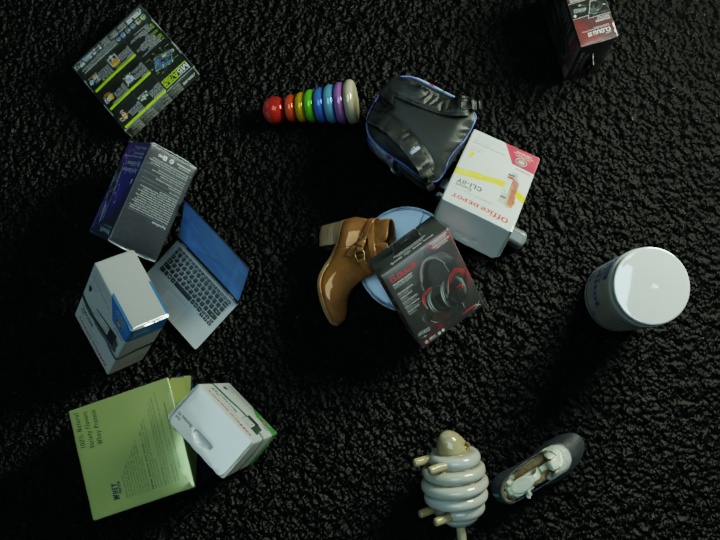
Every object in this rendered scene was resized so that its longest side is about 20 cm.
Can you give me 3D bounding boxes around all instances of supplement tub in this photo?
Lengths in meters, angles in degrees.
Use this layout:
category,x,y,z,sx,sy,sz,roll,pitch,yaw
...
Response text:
category,x,y,z,sx,sy,sz,roll,pitch,yaw
supplement tub,0.482,0.037,1.199,0.128,0.200,0.136,-1,82,5

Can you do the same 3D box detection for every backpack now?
category,x,y,z,sx,sy,sz,roll,pitch,yaw
backpack,0.106,-0.270,1.300,0.189,0.154,0.202,35,80,0

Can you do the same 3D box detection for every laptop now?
category,x,y,z,sx,sy,sz,roll,pitch,yaw
laptop,-0.330,0.014,1.316,0.187,0.116,0.200,44,88,10

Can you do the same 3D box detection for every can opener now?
category,x,y,z,sx,sy,sz,roll,pitch,yaw
can opener,0.237,-0.115,1.316,0.196,0.053,0.068,28,86,7

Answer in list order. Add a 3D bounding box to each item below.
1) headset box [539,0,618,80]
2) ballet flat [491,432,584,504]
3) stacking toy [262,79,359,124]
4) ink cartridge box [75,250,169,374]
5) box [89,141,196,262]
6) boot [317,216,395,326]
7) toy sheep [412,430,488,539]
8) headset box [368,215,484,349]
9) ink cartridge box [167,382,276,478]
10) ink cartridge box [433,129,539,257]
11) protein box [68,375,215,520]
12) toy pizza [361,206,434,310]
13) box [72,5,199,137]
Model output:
category,x,y,z,sx,sy,sz,roll,pitch,yaw
headset box,0.418,-0.479,1.302,0.075,0.149,0.206,-14,82,3
ballet flat,0.329,0.365,1.235,0.197,0.073,0.074,-30,81,0
stacking toy,-0.103,-0.329,1.367,0.194,0.085,0.088,-6,82,11
ink cartridge box,-0.453,0.083,1.274,0.083,0.200,0.146,-23,75,-42
box,-0.425,-0.136,1.317,0.103,0.146,0.204,27,82,-36
boot,0.000,0.000,1.287,0.151,0.076,0.206,-4,80,26
toy sheep,0.167,0.388,1.217,0.134,0.138,0.206,-4,96,4
headset box,0.116,0.014,1.227,0.147,0.075,0.202,-33,119,-5
ink cartridge box,-0.245,0.284,1.229,0.146,0.200,0.083,43,87,9
ink cartridge box,0.235,-0.146,1.263,0.142,0.084,0.202,25,56,6
protein box,-0.404,0.326,1.270,0.195,0.135,0.204,-18,82,2
toy pizza,0.090,-0.022,1.326,0.194,0.032,0.207,-1,85,7
box,-0.472,-0.420,1.424,0.200,0.048,0.194,-43,83,-3
